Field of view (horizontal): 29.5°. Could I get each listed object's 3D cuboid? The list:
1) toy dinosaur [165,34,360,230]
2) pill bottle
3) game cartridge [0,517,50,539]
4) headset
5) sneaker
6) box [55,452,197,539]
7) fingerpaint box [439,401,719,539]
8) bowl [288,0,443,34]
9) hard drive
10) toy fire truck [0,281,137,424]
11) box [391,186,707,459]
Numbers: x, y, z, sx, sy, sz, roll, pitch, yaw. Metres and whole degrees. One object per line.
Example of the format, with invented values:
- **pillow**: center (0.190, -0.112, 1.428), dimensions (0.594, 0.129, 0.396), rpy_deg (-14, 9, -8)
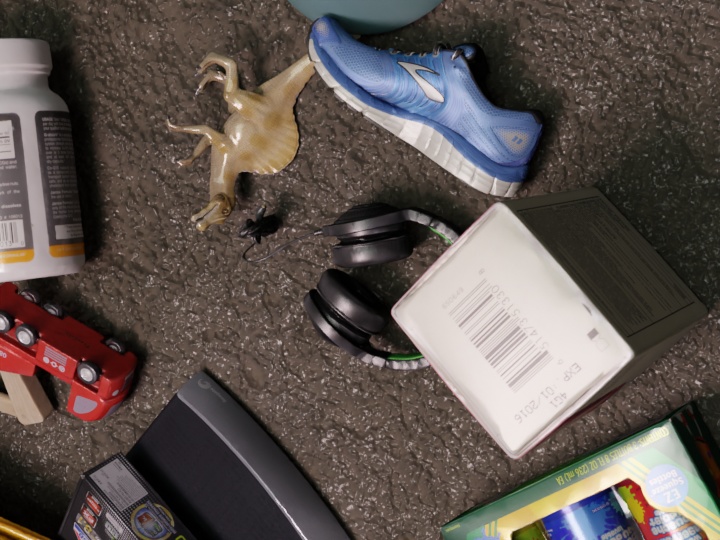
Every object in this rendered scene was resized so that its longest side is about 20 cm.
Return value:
- **toy dinosaur**: center (-0.088, -0.129, 1.104), dimensions (0.101, 0.058, 0.200), rpy_deg (36, 97, 1)
- **pill bottle**: center (-0.303, -0.091, 1.170), dimensions (0.116, 0.116, 0.201), rpy_deg (-5, 92, 27)
- **game cartridge**: center (-0.357, 0.285, 1.221), dimensions (0.176, 0.032, 0.200), rpy_deg (22, 128, 8)
- **headset**: center (0.000, 0.000, 1.066), dimensions (0.199, 0.094, 0.124), rpy_deg (20, 100, 8)
- **sneaker**: center (0.050, -0.138, 1.019), dimensions (0.200, 0.079, 0.089), rpy_deg (33, 101, 11)
- **box**: center (-0.174, 0.274, 1.149), dimensions (0.200, 0.044, 0.160), rpy_deg (46, 136, 15)
- **fingerpaint box**: center (0.183, 0.215, 0.981), dimensions (0.200, 0.073, 0.167), rpy_deg (-30, 82, 26)
- **bowl**: center (-0.015, -0.282, 1.009), dimensions (0.200, 0.105, 0.202), rpy_deg (1, 92, 26)
- **hard drive**: center (-0.113, 0.198, 1.144), dimensions (0.200, 0.042, 0.135), rpy_deg (47, 113, 15)
- **toy fire truck**: center (-0.300, 0.089, 1.214), dimensions (0.200, 0.049, 0.141), rpy_deg (29, 126, 10)
- **box**: center (0.132, 0.028, 0.917), dimensions (0.109, 0.200, 0.128), rpy_deg (-46, 75, 23)
